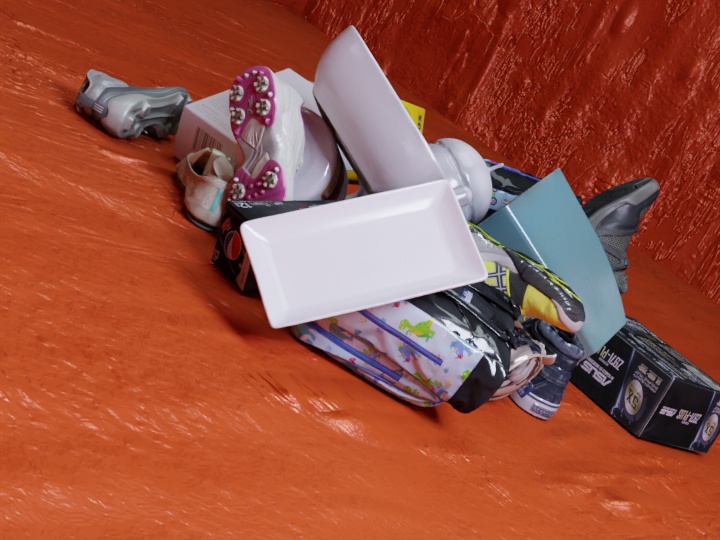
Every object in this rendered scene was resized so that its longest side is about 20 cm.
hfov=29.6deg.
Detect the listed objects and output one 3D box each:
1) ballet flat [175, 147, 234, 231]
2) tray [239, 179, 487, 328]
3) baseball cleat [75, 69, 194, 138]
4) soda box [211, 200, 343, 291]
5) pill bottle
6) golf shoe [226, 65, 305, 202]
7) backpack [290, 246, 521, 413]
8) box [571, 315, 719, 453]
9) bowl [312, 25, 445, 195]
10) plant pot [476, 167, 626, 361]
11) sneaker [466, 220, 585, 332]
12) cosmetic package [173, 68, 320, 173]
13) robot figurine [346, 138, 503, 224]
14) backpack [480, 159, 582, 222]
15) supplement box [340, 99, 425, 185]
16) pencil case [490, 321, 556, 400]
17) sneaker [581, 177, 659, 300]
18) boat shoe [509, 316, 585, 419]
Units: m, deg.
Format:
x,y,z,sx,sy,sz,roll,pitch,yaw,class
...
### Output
x,y,z,sx,sy,sz,roll,pitch,yaw,class
-0.158,-0.099,1.476,0.067,0.063,0.200,23,14,-20,ballet flat
0.002,-0.012,1.183,0.197,0.022,0.108,-13,63,-15,tray
-0.268,-0.203,1.611,0.106,0.070,0.200,33,12,8,baseball cleat
-0.043,-0.025,1.336,0.198,0.072,0.063,-2,29,-39,soda box
-0.073,-0.108,1.539,0.112,0.114,0.200,32,-6,9,pill bottle
-0.086,-0.103,1.392,0.075,0.203,0.091,-1,-5,32,golf shoe
0.032,0.036,1.259,0.200,0.154,0.164,41,24,-13,backpack
0.349,0.131,1.724,0.163,0.087,0.200,17,18,-44,box
0.015,-0.144,1.457,0.201,0.074,0.200,59,-2,9,bowl
0.215,0.014,1.631,0.201,0.141,0.141,55,42,0,plant pot
0.135,0.012,1.365,0.199,0.077,0.075,33,7,24,sneaker
-0.121,-0.171,1.653,0.101,0.075,0.199,37,37,23,cosmetic package
0.075,-0.089,1.646,0.114,0.198,0.169,71,-13,-17,robot figurine
0.167,-0.051,1.803,0.198,0.185,0.134,18,-3,-24,backpack
-0.030,-0.171,1.783,0.198,0.110,0.109,7,1,26,supplement box
0.119,0.039,1.427,0.088,0.078,0.201,-17,58,-19,pencil case
0.324,-0.034,1.766,0.076,0.199,0.115,1,-53,59,sneaker
0.184,0.080,1.525,0.070,0.092,0.200,24,14,-29,boat shoe
